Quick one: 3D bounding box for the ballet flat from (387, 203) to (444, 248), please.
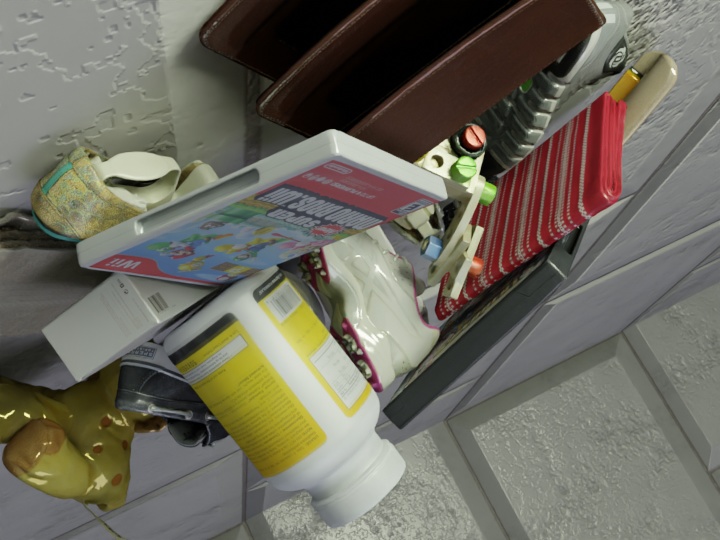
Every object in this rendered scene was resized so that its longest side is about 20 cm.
[{"bbox_3d":[0.051,-0.065,0.902,0.072,0.072,0.200,-30,162,7],"label":"ballet flat"}]

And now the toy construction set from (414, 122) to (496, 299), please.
[{"bbox_3d":[0.030,-0.062,0.722,0.199,0.132,0.092,28,157,-27],"label":"toy construction set"}]

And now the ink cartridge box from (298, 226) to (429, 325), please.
[{"bbox_3d":[0.004,0.025,0.945,0.084,0.145,0.200,-28,163,-3],"label":"ink cartridge box"}]

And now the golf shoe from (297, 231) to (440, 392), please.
[{"bbox_3d":[0.000,0.000,0.802,0.091,0.201,0.075,-25,-172,-19],"label":"golf shoe"}]

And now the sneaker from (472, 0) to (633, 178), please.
[{"bbox_3d":[0.169,-0.156,0.813,0.115,0.075,0.200,-18,159,-37],"label":"sneaker"}]

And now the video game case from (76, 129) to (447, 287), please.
[{"bbox_3d":[-0.061,-0.032,0.603,0.199,0.018,0.143,-20,165,27],"label":"video game case"}]

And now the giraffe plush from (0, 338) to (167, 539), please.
[{"bbox_3d":[-0.240,0.122,0.854,0.162,0.200,0.173,-53,-176,-12],"label":"giraffe plush"}]

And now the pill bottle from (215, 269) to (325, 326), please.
[{"bbox_3d":[-0.091,0.059,0.900,0.112,0.113,0.200,-25,172,-10],"label":"pill bottle"}]

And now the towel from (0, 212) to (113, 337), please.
[{"bbox_3d":[-0.257,0.008,0.680,0.132,0.035,0.200,-36,163,26],"label":"towel"}]

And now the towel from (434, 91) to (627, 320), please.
[{"bbox_3d":[0.142,-0.052,0.786,0.200,0.022,0.145,-40,-158,40],"label":"towel"}]

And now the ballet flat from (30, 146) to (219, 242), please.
[{"bbox_3d":[-0.136,-0.051,0.655,0.071,0.071,0.200,-37,161,26],"label":"ballet flat"}]

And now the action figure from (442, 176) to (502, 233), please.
[{"bbox_3d":[0.137,-0.051,0.988,0.101,0.119,0.200,-6,153,-3],"label":"action figure"}]

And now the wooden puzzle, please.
[{"bbox_3d":[0.219,-0.130,0.876,0.185,0.037,0.200,-52,179,21],"label":"wooden puzzle"}]

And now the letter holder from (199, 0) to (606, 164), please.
[{"bbox_3d":[0.023,-0.148,0.561,0.200,0.101,0.142,-35,160,19],"label":"letter holder"}]

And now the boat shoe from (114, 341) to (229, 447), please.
[{"bbox_3d":[-0.140,0.123,0.820,0.071,0.068,0.200,2,160,27],"label":"boat shoe"}]

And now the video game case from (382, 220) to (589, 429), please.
[{"bbox_3d":[0.115,0.034,0.818,0.200,0.025,0.181,-47,179,27],"label":"video game case"}]

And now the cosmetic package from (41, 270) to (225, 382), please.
[{"bbox_3d":[-0.156,0.017,0.731,0.082,0.051,0.200,-36,-178,18],"label":"cosmetic package"}]

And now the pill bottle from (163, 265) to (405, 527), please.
[{"bbox_3d":[-0.055,0.101,0.742,0.112,0.200,0.112,-37,-175,4],"label":"pill bottle"}]
